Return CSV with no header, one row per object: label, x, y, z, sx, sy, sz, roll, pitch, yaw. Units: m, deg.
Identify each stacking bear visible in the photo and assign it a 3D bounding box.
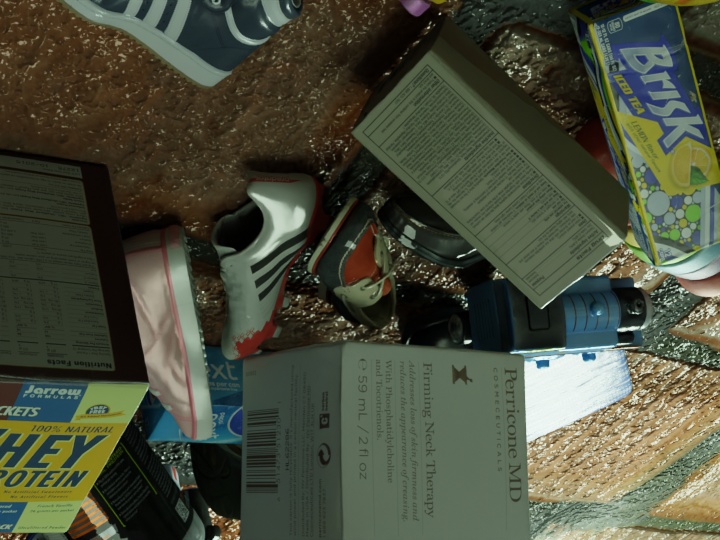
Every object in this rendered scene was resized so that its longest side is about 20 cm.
stacking bear,0.256,-0.068,1.101,0.199,0.115,0.121,31,158,-34

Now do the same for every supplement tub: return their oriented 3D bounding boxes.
supplement tub,-0.237,0.195,1.153,0.121,0.123,0.201,-27,108,12

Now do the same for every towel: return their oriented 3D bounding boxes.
towel,0.221,0.115,1.408,0.143,0.024,0.201,-24,146,3

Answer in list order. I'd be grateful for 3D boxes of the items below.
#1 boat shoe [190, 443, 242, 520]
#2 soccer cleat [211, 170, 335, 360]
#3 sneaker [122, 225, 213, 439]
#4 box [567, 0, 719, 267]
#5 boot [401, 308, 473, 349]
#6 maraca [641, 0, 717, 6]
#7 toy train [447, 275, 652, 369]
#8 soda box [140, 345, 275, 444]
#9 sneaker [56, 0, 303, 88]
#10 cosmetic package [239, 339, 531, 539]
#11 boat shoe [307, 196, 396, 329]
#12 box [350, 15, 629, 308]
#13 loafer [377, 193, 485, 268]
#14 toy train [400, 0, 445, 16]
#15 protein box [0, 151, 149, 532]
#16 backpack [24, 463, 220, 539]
boat shoe,-0.097,0.202,1.244,0.073,0.199,0.077,-9,107,-33
soccer cleat,-0.092,-0.004,1.070,0.084,0.069,0.201,12,132,-23
sneaker,-0.182,0.060,1.077,0.103,0.076,0.203,-10,122,-7
box,0.223,-0.112,0.983,0.069,0.064,0.202,-20,112,2
boot,0.103,0.154,1.273,0.075,0.170,0.201,-16,144,-2
maraca,0.252,-0.255,0.854,0.199,0.108,0.137,-37,146,15
toy train,0.183,0.046,1.212,0.197,0.088,0.114,-2,172,-21
soda box,-0.106,0.120,1.220,0.198,0.068,0.064,6,138,-31
sneaker,-0.115,-0.192,0.799,0.108,0.071,0.199,-29,151,22
cosmetic package,0.019,0.155,1.113,0.198,0.170,0.165,6,168,-35
boat shoe,0.000,0.000,1.063,0.071,0.062,0.200,-51,168,-14
box,0.099,-0.079,0.955,0.200,0.078,0.095,43,121,-11
loafer,0.100,-0.047,1.099,0.198,0.073,0.073,4,131,-43
toy train,0.078,-0.244,0.838,0.149,0.056,0.200,-24,147,5
protein box,-0.262,0.055,0.948,0.133,0.202,0.199,6,138,-30
backpack,-0.250,0.295,1.317,0.188,0.155,0.202,-10,139,-25
